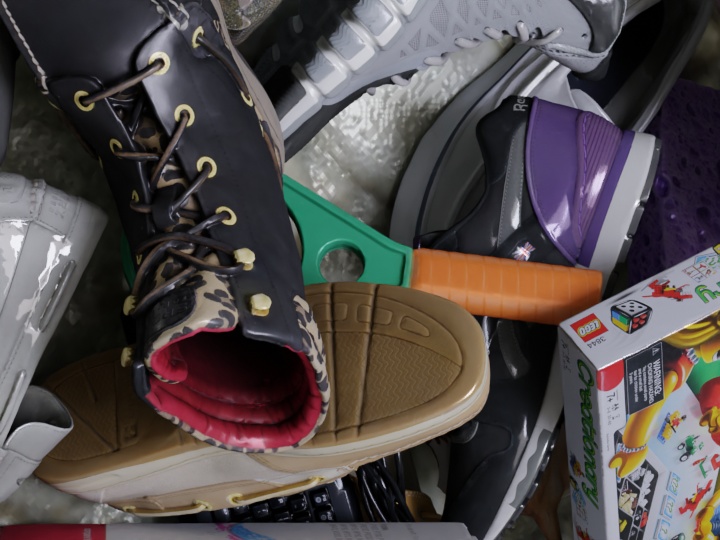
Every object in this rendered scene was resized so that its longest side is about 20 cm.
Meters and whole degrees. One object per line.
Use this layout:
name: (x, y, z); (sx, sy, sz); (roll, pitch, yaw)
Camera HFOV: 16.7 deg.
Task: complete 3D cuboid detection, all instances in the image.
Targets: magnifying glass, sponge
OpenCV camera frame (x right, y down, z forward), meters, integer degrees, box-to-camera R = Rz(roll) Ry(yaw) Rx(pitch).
magnifying glass: (0.000, 0.000, 1.022); (0.200, 0.022, 0.080); (7, 71, 2)
sponge: (0.177, 0.013, 1.181); (0.112, 0.030, 0.200); (10, 73, -36)

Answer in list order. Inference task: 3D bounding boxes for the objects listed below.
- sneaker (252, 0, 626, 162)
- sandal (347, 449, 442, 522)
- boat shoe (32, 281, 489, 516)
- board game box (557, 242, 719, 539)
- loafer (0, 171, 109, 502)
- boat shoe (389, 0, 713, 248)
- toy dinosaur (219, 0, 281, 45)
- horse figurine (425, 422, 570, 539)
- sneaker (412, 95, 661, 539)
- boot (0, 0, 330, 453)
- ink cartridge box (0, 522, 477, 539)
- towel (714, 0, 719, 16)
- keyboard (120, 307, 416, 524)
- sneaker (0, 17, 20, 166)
sneaker: (0.045, -0.097, 1.030); (0.115, 0.075, 0.200); (36, 106, -22)
sandal: (0.011, 0.133, 1.100); (0.080, 0.054, 0.200); (-30, 113, -29)
boat shoe: (-0.035, 0.056, 0.989); (0.069, 0.200, 0.074); (47, 39, -54)
board game box: (0.150, 0.071, 1.064); (0.126, 0.035, 0.200); (-26, 139, -15)
loafer: (-0.146, 0.060, 0.945); (0.070, 0.070, 0.200); (12, 109, -12)
boat shoe: (0.088, -0.066, 1.118); (0.074, 0.065, 0.200); (44, 72, -32)
toy dinosaur: (-0.054, -0.128, 0.997); (0.102, 0.077, 0.200); (-56, 156, -67)
horse figurine: (0.110, 0.099, 1.167); (0.200, 0.050, 0.133); (-15, 102, -31)
sneaker: (0.056, 0.022, 1.070); (0.088, 0.076, 0.200); (20, 91, 1)
boot: (-0.072, -0.033, 0.895); (0.073, 0.151, 0.200); (-20, 144, 9)
ink cartridge box: (-0.049, 0.180, 0.995); (0.200, 0.086, 0.148); (-1, 97, -3)
towel: (0.200, -0.070, 1.102); (0.032, 0.191, 0.200); (-24, 90, 8)
keyboard: (-0.027, 0.093, 1.039); (0.104, 0.040, 0.200); (-18, 99, -7)
sneaker: (-0.139, -0.132, 0.944); (0.091, 0.076, 0.200); (-6, 103, -42)
